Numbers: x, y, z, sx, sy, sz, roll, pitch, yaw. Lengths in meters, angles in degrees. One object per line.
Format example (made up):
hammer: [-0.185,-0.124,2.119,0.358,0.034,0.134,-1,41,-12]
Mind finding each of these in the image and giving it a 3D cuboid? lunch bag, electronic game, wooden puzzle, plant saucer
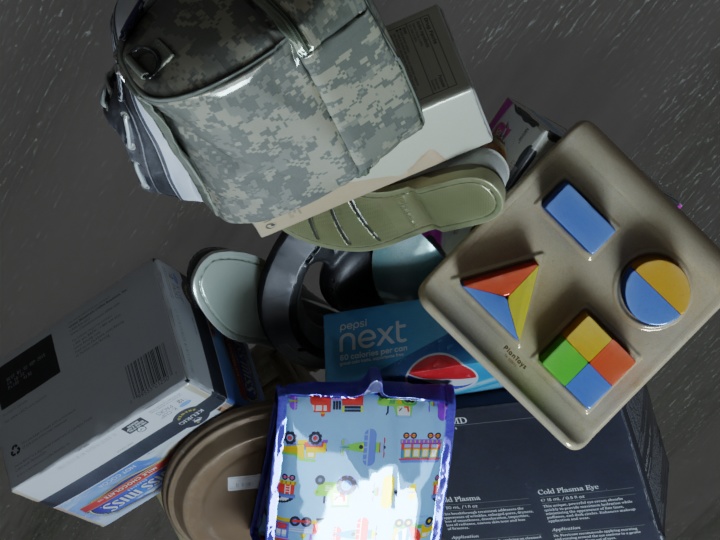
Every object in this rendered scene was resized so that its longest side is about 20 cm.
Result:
lunch bag: [-0.005,0.170,1.619,0.150,0.094,0.201,3,121,-11]
lunch bag: [-0.070,-0.135,1.378,0.168,0.139,0.200,-40,148,-7]
electronic game: [0.000,0.000,1.686,0.199,0.042,0.201,-20,132,-24]
wooden puzzle: [0.175,0.012,1.537,0.200,0.185,0.046,-46,-176,-1]
plant saucer: [0.104,-0.027,1.683,0.200,0.039,0.202,-19,132,-23]
plant saucer: [-0.072,0.191,1.689,0.199,0.030,0.201,-6,131,-7]

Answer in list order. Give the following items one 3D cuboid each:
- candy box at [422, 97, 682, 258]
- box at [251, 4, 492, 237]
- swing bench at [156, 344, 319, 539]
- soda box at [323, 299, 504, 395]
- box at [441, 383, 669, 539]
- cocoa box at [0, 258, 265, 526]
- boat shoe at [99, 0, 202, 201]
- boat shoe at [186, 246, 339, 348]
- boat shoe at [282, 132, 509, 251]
candy box: [0.161,-0.045,1.637,0.200,0.061,0.137,23,107,-45]
box: [-0.009,-0.115,1.511,0.199,0.095,0.078,-21,147,5]
swing bench: [-0.097,0.185,1.839,0.199,0.200,0.130,-36,-175,26]
soda box: [0.072,0.063,1.628,0.199,0.068,0.064,-10,153,17]
box: [0.154,0.148,1.705,0.199,0.104,0.183,-7,128,18]
cocoa box: [-0.202,0.109,1.696,0.199,0.134,0.131,-32,146,18]
boat shoe: [-0.161,-0.128,1.445,0.067,0.072,0.200,5,145,17]
boat shoe: [-0.092,0.026,1.698,0.076,0.060,0.200,-53,138,-1]
boat shoe: [0.025,-0.067,1.569,0.199,0.069,0.075,-5,135,21]
